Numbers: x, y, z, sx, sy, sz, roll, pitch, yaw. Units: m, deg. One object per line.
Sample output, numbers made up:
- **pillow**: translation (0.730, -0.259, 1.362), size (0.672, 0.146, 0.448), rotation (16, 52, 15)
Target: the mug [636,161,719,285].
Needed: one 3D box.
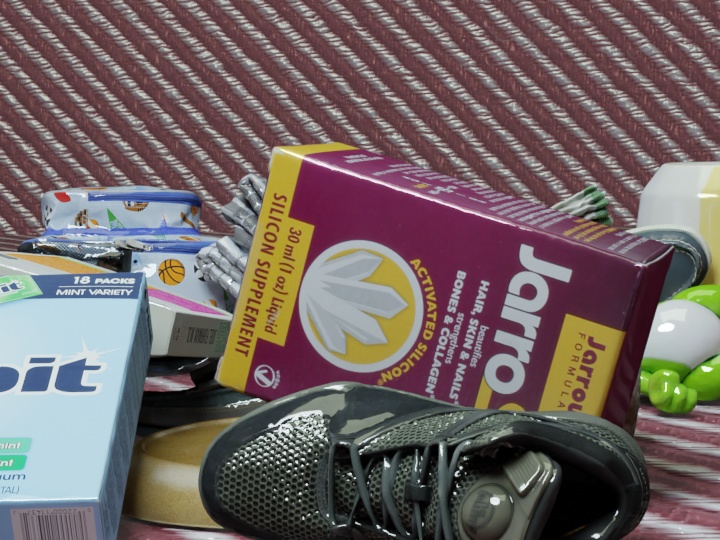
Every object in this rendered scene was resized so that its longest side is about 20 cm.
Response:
- **mug**: translation (0.281, -0.002, 1.273), size (0.185, 0.154, 0.149), rotation (0, 4, 16)

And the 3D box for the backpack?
- **backpack**: translation (-0.183, 0.009, 1.407), size (0.189, 0.155, 0.200), rotation (8, 0, -9)

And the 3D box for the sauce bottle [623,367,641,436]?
- **sauce bottle**: translation (0.060, 0.065, 1.006), size (0.199, 0.065, 0.065), rotation (4, 5, 4)

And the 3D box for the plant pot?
- **plant pot**: translation (-0.039, 0.101, 0.919), size (0.199, 0.028, 0.200), rotation (-2, 5, 0)

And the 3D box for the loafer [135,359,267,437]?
- **loafer**: translation (-0.042, 0.070, 1.066), size (0.199, 0.063, 0.072), rotation (-2, 5, 2)

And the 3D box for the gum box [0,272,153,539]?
- **gum box**: translation (-0.192, 0.068, 0.822), size (0.169, 0.045, 0.200), rotation (-2, 28, 1)

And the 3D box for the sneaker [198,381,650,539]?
- **sneaker**: translation (0.024, 0.090, 0.735), size (0.198, 0.077, 0.114), rotation (4, -1, 7)

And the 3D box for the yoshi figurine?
- **yoshi figurine**: translation (0.183, 0.038, 1.134), size (0.199, 0.113, 0.112), rotation (-5, 12, -3)

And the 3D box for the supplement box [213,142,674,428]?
- **supplement box**: translation (0.044, 0.023, 0.893), size (0.199, 0.132, 0.103), rotation (17, 10, 16)

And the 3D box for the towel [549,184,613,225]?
- **towel**: translation (0.063, 0.015, 1.154), size (0.199, 0.031, 0.149), rotation (-27, -8, -34)

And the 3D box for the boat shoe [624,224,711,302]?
- **boat shoe**: translation (0.150, 0.027, 1.215), size (0.199, 0.075, 0.062), rotation (-20, 6, 19)

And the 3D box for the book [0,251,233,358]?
- **book**: translation (-0.150, 0.023, 1.035), size (0.133, 0.048, 0.200), rotation (13, -2, 9)

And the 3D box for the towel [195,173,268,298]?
- **towel**: translation (0.000, 0.000, 1.325), size (0.200, 0.086, 0.165), rotation (38, 29, 29)
